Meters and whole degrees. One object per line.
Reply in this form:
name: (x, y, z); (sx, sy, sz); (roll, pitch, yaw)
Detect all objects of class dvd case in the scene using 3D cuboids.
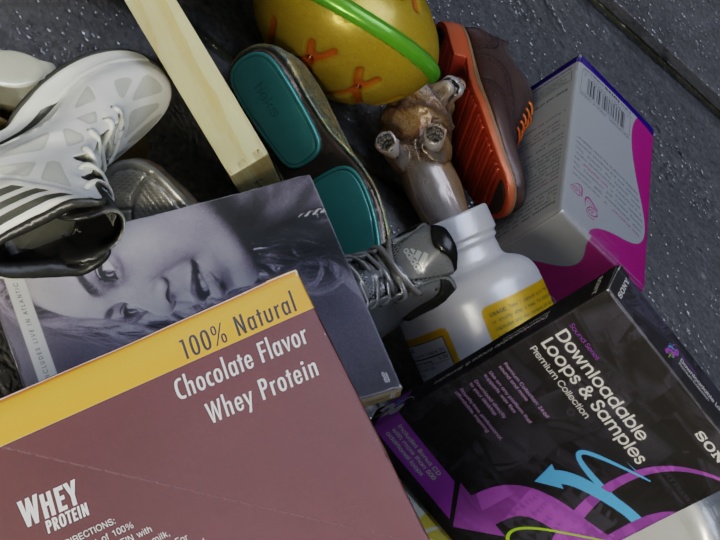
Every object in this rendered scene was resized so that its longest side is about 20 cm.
dvd case: (-0.095, 0.032, 1.081); (0.199, 0.016, 0.149); (-16, 63, -16)

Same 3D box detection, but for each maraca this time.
maraca: (-0.029, -0.188, 1.392); (0.199, 0.137, 0.107); (30, 84, -18)

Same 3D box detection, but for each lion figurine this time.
lion figurine: (0.061, -0.052, 1.440); (0.122, 0.072, 0.201); (11, 65, -82)

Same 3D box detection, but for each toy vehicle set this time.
toy vehicle set: (-0.095, -0.106, 1.215); (0.125, 0.026, 0.200); (59, -2, 4)

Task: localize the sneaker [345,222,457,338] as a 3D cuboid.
sneaker: (0.000, 0.000, 1.202); (0.075, 0.115, 0.200); (64, 11, 12)

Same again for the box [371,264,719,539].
box: (0.119, 0.101, 1.158); (0.143, 0.200, 0.036); (49, 32, -10)

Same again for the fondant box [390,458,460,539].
fondant box: (0.041, 0.221, 1.190); (0.200, 0.058, 0.145); (45, 34, -20)

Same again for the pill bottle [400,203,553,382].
pill bottle: (0.092, 0.059, 1.325); (0.104, 0.104, 0.201); (-24, 91, -56)

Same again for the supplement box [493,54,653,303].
supplement box: (0.162, -0.058, 1.535); (0.101, 0.103, 0.201); (42, 35, -23)

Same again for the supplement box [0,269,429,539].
supplement box: (-0.086, 0.141, 0.949); (0.196, 0.133, 0.201); (-24, 81, -22)

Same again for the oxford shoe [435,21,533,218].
oxford shoe: (0.108, -0.121, 1.512); (0.072, 0.071, 0.201); (3, 49, -19)

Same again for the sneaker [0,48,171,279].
sneaker: (-0.153, -0.049, 1.079); (0.115, 0.076, 0.200); (27, 45, 29)

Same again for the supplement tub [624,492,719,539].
supplement tub: (0.256, 0.196, 1.427); (0.200, 0.122, 0.123); (-2, 65, -53)

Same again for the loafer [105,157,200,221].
loafer: (-0.097, 0.019, 1.184); (0.201, 0.072, 0.063); (59, 16, -8)

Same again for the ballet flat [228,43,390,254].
ballet flat: (-0.026, -0.066, 1.340); (0.071, 0.071, 0.201); (-17, 77, -56)

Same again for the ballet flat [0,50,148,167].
ballet flat: (-0.187, -0.096, 1.154); (0.199, 0.063, 0.069); (5, 57, -50)
